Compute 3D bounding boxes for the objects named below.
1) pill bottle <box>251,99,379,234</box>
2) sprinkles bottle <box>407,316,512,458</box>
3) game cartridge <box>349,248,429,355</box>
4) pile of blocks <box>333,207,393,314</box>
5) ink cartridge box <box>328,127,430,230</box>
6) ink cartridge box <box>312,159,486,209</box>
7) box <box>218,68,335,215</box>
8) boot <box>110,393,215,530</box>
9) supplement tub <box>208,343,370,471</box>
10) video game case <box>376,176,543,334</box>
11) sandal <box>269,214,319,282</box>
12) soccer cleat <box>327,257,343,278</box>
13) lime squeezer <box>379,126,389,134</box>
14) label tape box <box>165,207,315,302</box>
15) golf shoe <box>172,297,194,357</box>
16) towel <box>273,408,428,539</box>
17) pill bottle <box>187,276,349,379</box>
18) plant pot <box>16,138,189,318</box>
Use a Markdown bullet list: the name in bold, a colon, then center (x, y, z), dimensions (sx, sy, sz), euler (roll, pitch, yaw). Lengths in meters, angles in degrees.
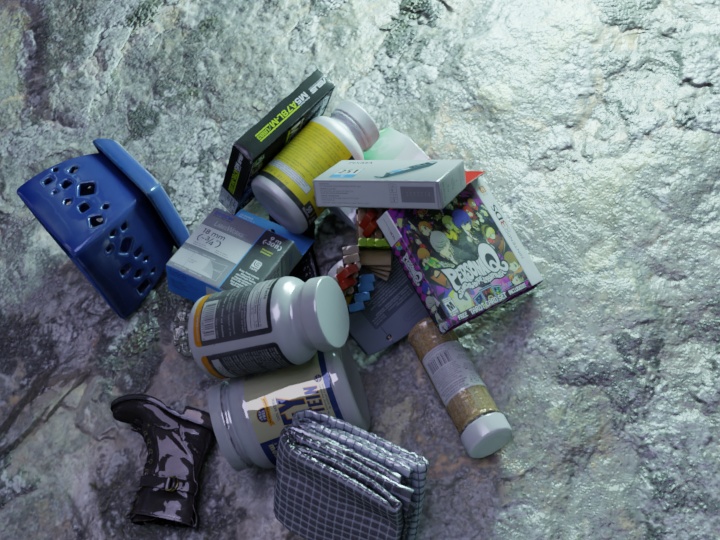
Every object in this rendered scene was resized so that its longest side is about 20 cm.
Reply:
- **pill bottle**: center (-0.064, -0.162, 1.578), dimensions (0.111, 0.112, 0.200), euler (34, 73, 30)
- **sprinkles bottle**: center (0.135, 0.157, 1.427), dimensions (0.067, 0.068, 0.202), euler (-29, 57, 1)
- **game cartridge**: center (0.052, 0.020, 1.499), dimensions (0.199, 0.134, 0.040), euler (-42, 15, -6)
- **pile of blocks**: center (0.000, 0.000, 1.429), dimensions (0.081, 0.062, 0.203), euler (23, 83, 1)
- **ink cartridge box**: center (0.037, -0.132, 1.586), dimensions (0.160, 0.050, 0.200), euler (-41, 30, -7)
- **ink cartridge box**: center (0.058, -0.135, 1.471), dimensions (0.197, 0.046, 0.176), euler (3, 24, 28)
- **box**: center (-0.133, -0.197, 1.616), dimensions (0.048, 0.200, 0.193), euler (44, 64, 5)
- **boot**: center (-0.303, 0.280, 1.506), dimensions (0.196, 0.069, 0.177), euler (8, 64, 20)
- **supplement tub**: center (-0.098, 0.188, 1.443), dimensions (0.197, 0.145, 0.147), euler (-21, 57, 7)
- **video game case**: center (0.142, -0.026, 1.448), dimensions (0.198, 0.036, 0.183), euler (-21, 76, -37)
- **sandal**: center (-0.101, -0.045, 1.637), dimensions (0.074, 0.048, 0.204), euler (-9, 72, 12)
- **soccer cleat**: center (0.046, -0.025, 1.567), dimensions (0.198, 0.068, 0.074), euler (-35, 76, -4)
- **lime squeezer**: center (-0.037, -0.183, 1.677), dimensions (0.197, 0.071, 0.038), euler (-27, 77, 3)
- **label tape box**: center (-0.175, -0.028, 1.541), dimensions (0.142, 0.064, 0.201), euler (22, 51, 17)
- **golf shoe**: center (-0.237, 0.053, 1.602), dimensions (0.077, 0.097, 0.203), euler (23, 61, -6)
- **towel**: center (-0.018, 0.290, 1.337), dimensions (0.197, 0.168, 0.086), euler (22, 40, 18)
- **pill bottle**: center (-0.121, 0.073, 1.374), dimensions (0.197, 0.116, 0.118), euler (-12, 58, 24)
- **plant pot**: center (-0.399, -0.079, 1.665), dimensions (0.179, 0.201, 0.199), euler (-41, 57, -14)
